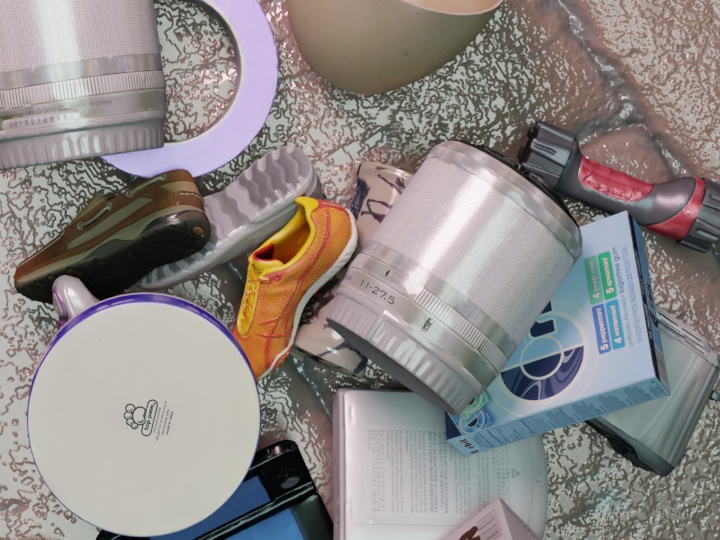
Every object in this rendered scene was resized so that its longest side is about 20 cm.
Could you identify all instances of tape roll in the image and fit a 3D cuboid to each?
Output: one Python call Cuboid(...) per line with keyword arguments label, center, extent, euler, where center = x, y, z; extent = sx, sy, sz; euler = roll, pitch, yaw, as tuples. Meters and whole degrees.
Cuboid(label="tape roll", center=(-0.174, -0.182, 1.680), extent=(0.198, 0.066, 0.203), euler=(-1, 94, -8))

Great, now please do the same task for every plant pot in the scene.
Cuboid(label="plant pot", center=(0.013, -0.236, 1.654), extent=(0.199, 0.201, 0.135), euler=(23, 126, -8))

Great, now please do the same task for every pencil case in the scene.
Cuboid(label="pencil case", center=(0.000, 0.000, 1.708), extent=(0.077, 0.089, 0.202), euler=(22, 91, -36))

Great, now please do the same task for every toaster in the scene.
Cuboid(label="toaster", center=(0.235, 0.089, 1.726), extent=(0.199, 0.114, 0.130), euler=(33, 85, -3))

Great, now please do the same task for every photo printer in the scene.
Cuboid(label="photo printer", center=(0.074, 0.192, 1.711), extent=(0.198, 0.070, 0.168), euler=(2, 72, -9))

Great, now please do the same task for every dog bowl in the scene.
Cuboid(label="dog bowl", center=(-0.183, 0.121, 1.581), extent=(0.198, 0.079, 0.203), euler=(0, 93, -7))

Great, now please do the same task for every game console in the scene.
Cuboid(label="game console", center=(-0.117, 0.264, 1.694), extent=(0.199, 0.176, 0.117), euler=(-26, 68, -5))

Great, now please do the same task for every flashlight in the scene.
Cuboid(label="flashlight", center=(0.245, -0.082, 1.739), extent=(0.198, 0.068, 0.068), euler=(23, 64, -7))

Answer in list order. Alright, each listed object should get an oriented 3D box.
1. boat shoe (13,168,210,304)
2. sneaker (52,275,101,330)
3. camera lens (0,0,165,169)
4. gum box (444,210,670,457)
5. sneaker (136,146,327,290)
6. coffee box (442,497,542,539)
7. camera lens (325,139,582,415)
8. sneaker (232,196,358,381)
Cuboid(label="boat shoe", center=(-0.220, -0.030, 1.665), extent=(0.198, 0.076, 0.075), euler=(-21, 60, 21))
Cuboid(label="sneaker", center=(-0.201, 0.064, 1.679), extent=(0.100, 0.075, 0.200), euler=(-44, 122, -9))
Cuboid(label="camera lens", center=(-0.248, -0.193, 1.549), extent=(0.158, 0.160, 0.202), euler=(-8, 94, -6))
Cuboid(label="gum box", center=(0.165, 0.057, 1.661), extent=(0.198, 0.045, 0.171), euler=(-19, 55, 21))
Cuboid(label="sneaker", center=(-0.116, -0.032, 1.692), extent=(0.199, 0.082, 0.075), euler=(-26, 58, 12))
Cuboid(label="coffee box", center=(0.085, 0.312, 1.646), extent=(0.200, 0.080, 0.113), euler=(-39, 116, 13))
Cuboid(label="camera lens", center=(0.084, 0.002, 1.610), extent=(0.159, 0.160, 0.201), euler=(36, 83, -8))
Cuboid(label="sneaker", center=(-0.081, 0.017, 1.672), extent=(0.077, 0.073, 0.201), euler=(20, 108, -34))
